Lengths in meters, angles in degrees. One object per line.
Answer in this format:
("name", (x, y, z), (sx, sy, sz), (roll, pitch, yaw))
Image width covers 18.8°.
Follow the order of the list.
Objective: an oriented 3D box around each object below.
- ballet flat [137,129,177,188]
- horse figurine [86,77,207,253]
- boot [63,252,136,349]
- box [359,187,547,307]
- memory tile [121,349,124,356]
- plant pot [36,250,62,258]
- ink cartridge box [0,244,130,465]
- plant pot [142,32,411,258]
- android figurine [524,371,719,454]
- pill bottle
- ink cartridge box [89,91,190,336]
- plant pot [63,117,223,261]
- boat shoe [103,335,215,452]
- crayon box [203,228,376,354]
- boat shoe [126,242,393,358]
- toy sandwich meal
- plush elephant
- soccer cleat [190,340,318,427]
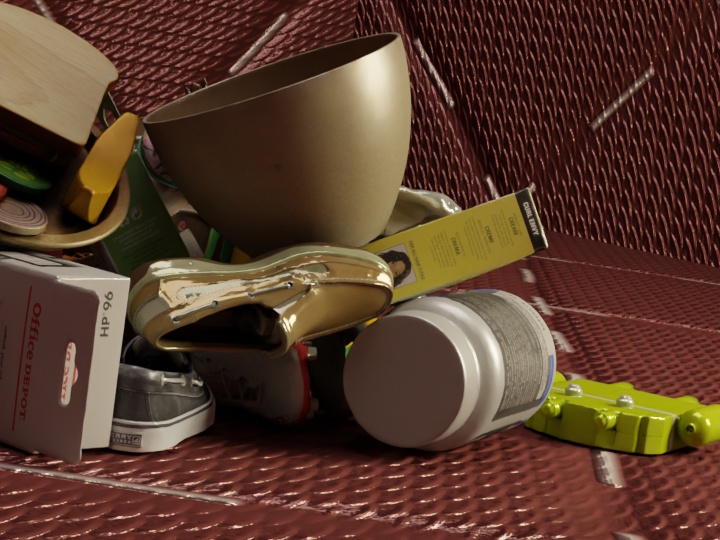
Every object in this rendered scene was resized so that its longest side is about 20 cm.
("ballet flat", (-0.098, -0.099, 1.728), (0.071, 0.070, 0.200), (-18, -11, 26))
("horse figurine", (-0.176, -0.072, 1.795), (0.132, 0.200, 0.050), (21, 35, -60))
("boot", (-0.205, 0.025, 1.825), (0.198, 0.078, 0.155), (3, 0, 16))
("box", (0.036, -0.004, 1.618), (0.198, 0.051, 0.075), (-20, -2, -4))
("memory tile", (-0.186, 0.066, 1.814), (0.198, 0.017, 0.153), (8, 6, 1))
("plant pot", (-0.305, -0.077, 1.627), (0.199, 0.197, 0.201), (4, -27, 2))
("ink cartridge box", (-0.219, 0.050, 1.427), (0.199, 0.117, 0.068), (14, 9, 42))
("plant pot", (-0.045, -0.080, 1.598), (0.199, 0.136, 0.200), (-18, 11, 4))
("android figurine", (0.211, 0.117, 1.795), (0.181, 0.041, 0.199), (12, 5, 29))
("pill bottle", (0.066, 0.074, 1.623), (0.113, 0.115, 0.200), (11, 6, 21))
("ink cartridge box", (-0.180, -0.035, 1.667), (0.059, 0.201, 0.104), (-27, 4, -11))
("plant pot", (-0.185, -0.031, 2.006), (0.185, 0.189, 0.200), (7, 12, -18))
("boat shoe", (-0.142, 0.077, 1.517), (0.071, 0.068, 0.200), (9, 6, 8))
("crayon box", (-0.058, 0.012, 1.880), (0.051, 0.128, 0.199), (17, 5, 39))
("boat shoe", (-0.062, 0.032, 1.503), (0.198, 0.072, 0.076), (-7, 38, -22))
("toy sandwich meal", (-0.234, -0.098, 1.496), (0.204, 0.070, 0.206), (22, 34, -16))
("plush elephant", (0.000, 0.000, 1.738), (0.154, 0.202, 0.165), (-14, 6, -18))
("soccer cleat", (-0.090, 0.079, 1.626), (0.084, 0.069, 0.200), (-3, 6, -19))
